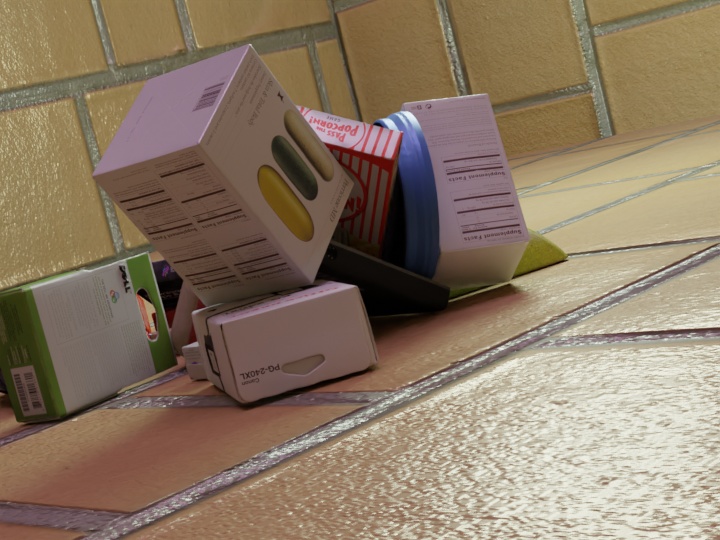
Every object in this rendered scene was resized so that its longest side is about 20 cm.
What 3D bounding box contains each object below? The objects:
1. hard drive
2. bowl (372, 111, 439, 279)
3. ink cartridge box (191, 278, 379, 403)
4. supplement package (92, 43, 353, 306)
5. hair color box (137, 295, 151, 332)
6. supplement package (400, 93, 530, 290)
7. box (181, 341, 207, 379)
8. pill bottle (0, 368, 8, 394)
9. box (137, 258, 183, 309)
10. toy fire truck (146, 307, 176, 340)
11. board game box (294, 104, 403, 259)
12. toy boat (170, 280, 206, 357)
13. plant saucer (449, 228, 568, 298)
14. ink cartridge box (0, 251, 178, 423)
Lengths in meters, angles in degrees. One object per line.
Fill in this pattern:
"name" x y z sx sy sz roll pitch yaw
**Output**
"hard drive" -0.016 0.009 1.564 0.199 0.033 0.139 22 -18 -37
"bowl" 0.046 -0.082 1.615 0.039 0.202 0.201 -8 5 -12
"ink cartridge box" -0.081 0.067 1.408 0.144 0.084 0.200 -16 5 -14
"supplement package" -0.136 -0.093 1.427 0.150 0.200 0.152 -12 41 35
"hair color box" -0.356 0.060 1.900 0.101 0.062 0.200 -17 -14 -1
"supplement package" 0.115 -0.090 1.644 0.109 0.201 0.114 -8 -24 -11
"box" -0.113 0.077 1.596 0.199 0.039 0.041 -20 7 -42
"pill bottle" -0.424 0.102 1.747 0.110 0.112 0.200 -18 8 -30
"box" -0.212 0.026 1.886 0.142 0.036 0.200 -12 -22 14
"toy fire truck" -0.277 0.093 1.783 0.140 0.049 0.200 -16 7 -20
"board game box" -0.039 -0.089 1.550 0.150 0.201 0.047 15 51 6
"toy boat" -0.144 0.046 1.694 0.130 0.131 0.200 17 11 5
"plant saucer" 0.130 -0.012 1.770 0.199 0.048 0.199 -17 7 -23
"ink cartridge box" -0.316 0.074 1.595 0.075 0.149 0.200 -11 6 37
